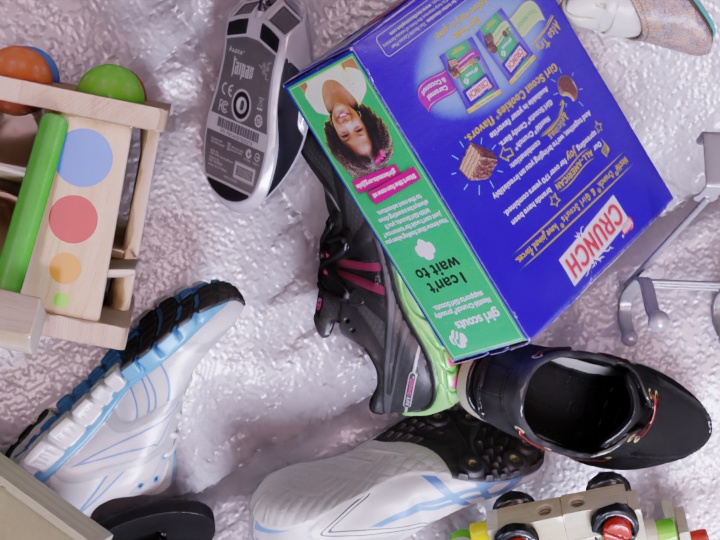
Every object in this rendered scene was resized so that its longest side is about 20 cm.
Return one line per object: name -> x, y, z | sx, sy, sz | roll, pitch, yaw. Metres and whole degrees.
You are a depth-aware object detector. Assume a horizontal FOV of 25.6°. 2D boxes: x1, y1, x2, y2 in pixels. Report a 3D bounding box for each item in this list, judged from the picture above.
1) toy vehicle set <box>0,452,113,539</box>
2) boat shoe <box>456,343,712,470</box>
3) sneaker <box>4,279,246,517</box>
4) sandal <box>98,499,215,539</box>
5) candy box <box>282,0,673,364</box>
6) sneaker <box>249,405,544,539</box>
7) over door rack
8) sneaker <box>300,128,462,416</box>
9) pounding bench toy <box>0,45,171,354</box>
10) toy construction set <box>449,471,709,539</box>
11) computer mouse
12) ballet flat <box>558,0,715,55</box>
toy vehicle set -> -0.261, 0.159, 0.965 | 0.199, 0.026, 0.125 | 33, 102, 11
boat shoe -> 0.154, 0.090, 1.000 | 0.200, 0.063, 0.074 | 17, 90, -35
sneaker -> -0.136, 0.091, 0.999 | 0.200, 0.075, 0.087 | -44, 106, 8
sandal -> -0.177, 0.206, 1.000 | 0.199, 0.045, 0.075 | -26, 138, 2
candy box -> 0.076, -0.075, 0.957 | 0.169, 0.077, 0.201 | -39, 101, -36
sneaker -> 0.024, 0.144, 1.027 | 0.198, 0.072, 0.073 | -15, 134, -11
over door rack -> 0.251, -0.004, 0.969 | 0.146, 0.200, 0.067 | 1, 60, -7
sneaker -> 0.000, 0.000, 0.993 | 0.083, 0.077, 0.201 | -22, 88, 12
pounding bench toy -> -0.180, -0.045, 0.904 | 0.123, 0.200, 0.157 | 11, 96, -8
toy construction set -> 0.135, 0.197, 1.020 | 0.199, 0.092, 0.132 | -20, 117, -5
computer mouse -> -0.053, -0.134, 0.975 | 0.044, 0.109, 0.202 | -3, 112, -43
ballet flat -> 0.135, -0.195, 0.991 | 0.067, 0.068, 0.200 | -42, 90, -10
